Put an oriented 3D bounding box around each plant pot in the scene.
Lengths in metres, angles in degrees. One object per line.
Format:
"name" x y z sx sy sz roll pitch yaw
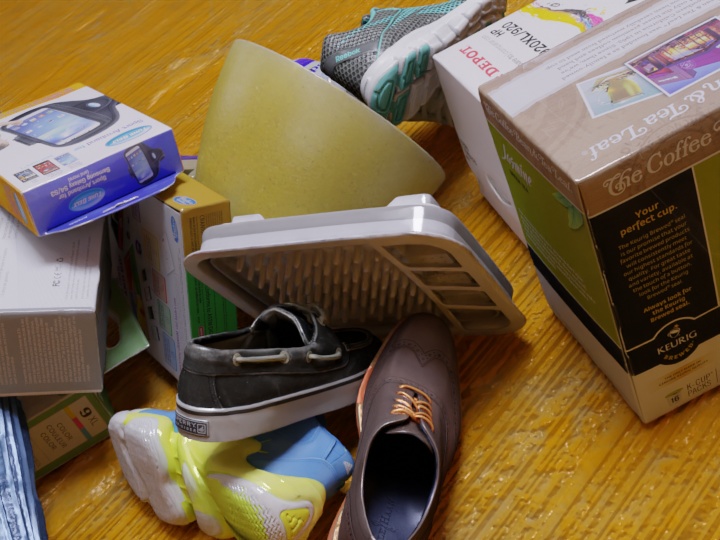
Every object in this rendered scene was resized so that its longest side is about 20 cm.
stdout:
"plant pot" -0.052 -0.066 0.800 0.200 0.200 0.142 31 89 47

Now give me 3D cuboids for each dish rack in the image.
"dish rack" 0.000 0.000 0.680 0.199 0.172 0.044 -5 66 26

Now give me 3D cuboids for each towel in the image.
"towel" -0.273 0.169 0.680 0.111 0.049 0.201 -23 59 -2

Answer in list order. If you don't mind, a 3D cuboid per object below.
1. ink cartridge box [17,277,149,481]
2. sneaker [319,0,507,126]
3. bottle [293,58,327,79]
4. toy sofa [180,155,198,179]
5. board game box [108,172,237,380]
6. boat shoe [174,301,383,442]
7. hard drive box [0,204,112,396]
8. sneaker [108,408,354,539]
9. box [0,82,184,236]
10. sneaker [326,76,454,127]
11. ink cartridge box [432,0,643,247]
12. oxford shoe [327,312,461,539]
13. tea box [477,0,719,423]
"ink cartridge box" -0.255 0.102 0.794 0.199 0.059 0.104 -32 40 -8
"sneaker" 0.045 -0.189 0.806 0.091 0.078 0.200 31 41 24
"bottle" -0.059 -0.171 1.001 0.083 0.065 0.200 -42 41 -19
"toy sofa" -0.189 -0.073 0.931 0.199 0.083 0.098 2 33 31
"board game box" -0.165 -0.011 0.802 0.040 0.154 0.200 -17 30 -32
"boat shoe" -0.040 0.055 0.652 0.070 0.064 0.200 9 12 30
"hard drive box" -0.286 0.014 0.730 0.199 0.077 0.156 -1 35 -9
"sneaker" -0.083 0.126 0.679 0.105 0.076 0.199 -27 30 -37
"box" -0.222 -0.087 0.757 0.119 0.042 0.200 -29 33 -26
"sneaker" 0.064 -0.160 0.871 0.199 0.078 0.099 -15 41 -30
"ink cartridge box" 0.183 -0.120 0.740 0.199 0.145 0.147 -29 38 -3
"oxford shoe" 0.033 0.098 0.610 0.071 0.073 0.201 16 51 -4
"tea box" 0.206 -0.052 0.606 0.199 0.197 0.134 -27 37 -3
